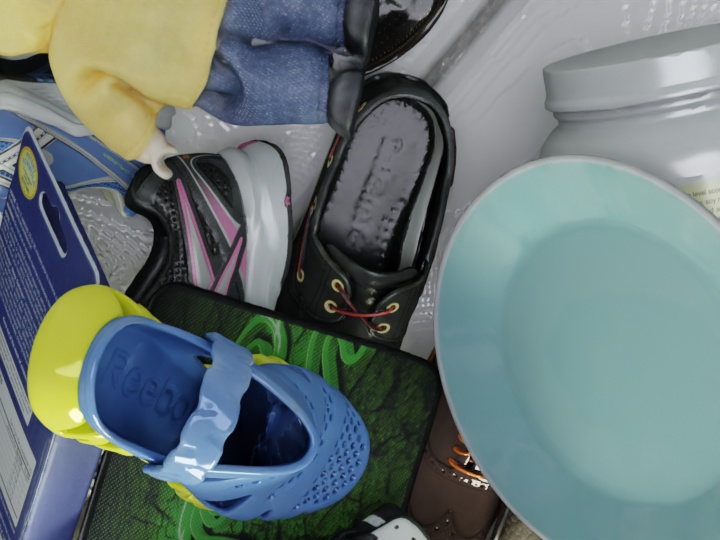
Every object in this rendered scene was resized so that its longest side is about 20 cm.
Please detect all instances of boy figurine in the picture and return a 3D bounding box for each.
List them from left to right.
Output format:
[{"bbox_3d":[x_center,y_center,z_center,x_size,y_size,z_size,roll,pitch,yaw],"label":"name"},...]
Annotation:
[{"bbox_3d":[-0.093,-0.106,0.716,0.198,0.064,0.126,9,91,1],"label":"boy figurine"}]

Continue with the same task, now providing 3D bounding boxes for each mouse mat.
[{"bbox_3d":[-0.053,0.121,0.763,0.159,0.008,0.202,17,85,-21],"label":"mouse mat"}]

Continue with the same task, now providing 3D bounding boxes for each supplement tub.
[{"bbox_3d":[0.166,-0.011,0.768,0.143,0.145,0.202,-12,100,0],"label":"supplement tub"}]

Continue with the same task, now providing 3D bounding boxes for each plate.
[{"bbox_3d":[0.115,0.044,0.716,0.199,0.025,0.202,19,118,39],"label":"plate"}]

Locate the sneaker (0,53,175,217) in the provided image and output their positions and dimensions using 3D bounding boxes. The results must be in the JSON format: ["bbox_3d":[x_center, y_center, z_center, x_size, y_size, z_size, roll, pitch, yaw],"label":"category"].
[{"bbox_3d":[-0.184,-0.064,0.764,0.198,0.076,0.078,1,110,-22],"label":"sneaker"}]

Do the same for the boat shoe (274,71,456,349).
[{"bbox_3d":[-0.003,-0.001,0.808,0.073,0.063,0.204,15,101,-7],"label":"boat shoe"}]

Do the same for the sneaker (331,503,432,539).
[{"bbox_3d":[-0.011,0.151,0.749,0.198,0.075,0.089,16,73,-27],"label":"sneaker"}]

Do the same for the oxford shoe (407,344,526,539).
[{"bbox_3d":[0.054,0.079,0.817,0.070,0.073,0.202,13,100,-4],"label":"oxford shoe"}]

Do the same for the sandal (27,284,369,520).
[{"bbox_3d":[-0.051,0.070,0.683,0.086,0.199,0.080,15,84,36],"label":"sandal"}]

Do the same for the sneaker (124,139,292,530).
[{"bbox_3d":[-0.083,0.037,0.796,0.085,0.080,0.203,-3,89,-21],"label":"sneaker"}]

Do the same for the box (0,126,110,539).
[{"bbox_3d":[-0.152,0.047,0.749,0.032,0.122,0.201,0,129,-31],"label":"box"}]

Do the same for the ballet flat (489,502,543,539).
[{"bbox_3d":[0.085,0.171,0.836,0.046,0.067,0.202,18,105,14],"label":"ballet flat"}]

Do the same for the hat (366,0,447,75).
[{"bbox_3d":[-0.036,-0.183,0.762,0.198,0.081,0.203,0,100,-1],"label":"hat"}]
